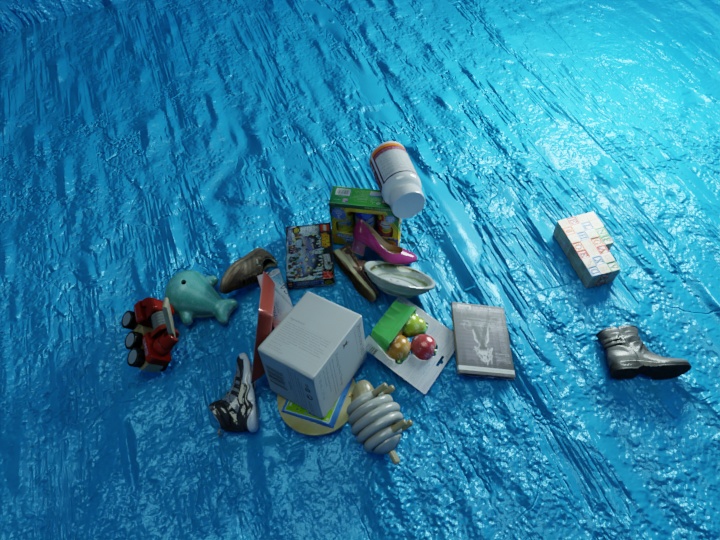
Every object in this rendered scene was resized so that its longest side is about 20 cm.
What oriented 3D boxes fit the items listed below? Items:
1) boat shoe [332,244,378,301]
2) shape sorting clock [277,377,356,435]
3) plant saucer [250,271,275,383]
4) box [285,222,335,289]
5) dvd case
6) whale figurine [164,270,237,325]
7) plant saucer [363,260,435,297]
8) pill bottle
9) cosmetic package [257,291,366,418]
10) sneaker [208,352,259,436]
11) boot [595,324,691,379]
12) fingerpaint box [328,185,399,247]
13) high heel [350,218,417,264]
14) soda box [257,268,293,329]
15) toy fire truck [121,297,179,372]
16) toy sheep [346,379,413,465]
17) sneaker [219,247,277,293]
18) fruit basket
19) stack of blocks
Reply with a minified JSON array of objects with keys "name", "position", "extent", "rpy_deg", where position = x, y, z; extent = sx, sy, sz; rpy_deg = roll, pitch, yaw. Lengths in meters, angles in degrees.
[{"name":"boat shoe","position":[0.000,0.000,1.529],"extent":[0.071,0.073,0.200],"rpy_deg":[-30,52,-15]},{"name":"shape sorting clock","position":[-0.103,0.307,1.338],"extent":[0.196,0.040,0.202],"rpy_deg":[-3,45,3]},{"name":"plant saucer","position":[-0.234,0.135,1.339],"extent":[0.036,0.203,0.200],"rpy_deg":[6,25,-10]},{"name":"box","position":[-0.146,-0.044,1.586],"extent":[0.134,0.040,0.203],"rpy_deg":[-6,55,-1]},{"name":"dvd case","position":[0.308,0.176,1.399],"extent":[0.146,0.016,0.203],"rpy_deg":[7,54,-8]},{"name":"whale figurine","position":[-0.433,0.071,1.486],"extent":[0.197,0.104,0.160],"rpy_deg":[21,58,14]},{"name":"plant saucer","position":[0.100,0.030,1.473],"extent":[0.196,0.051,0.200],"rpy_deg":[13,16,-4]},{"name":"pill bottle","position":[0.098,-0.239,1.460],"extent":[0.108,0.110,0.202],"rpy_deg":[-14,52,-6]},{"name":"cosmetic package","position":[-0.108,0.195,1.302],"extent":[0.164,0.169,0.201],"rpy_deg":[21,52,25]},{"name":"sneaker","position":[-0.311,0.299,1.335],"extent":[0.112,0.076,0.203],"rpy_deg":[-10,58,-7]},{"name":"boot","position":[0.693,0.192,1.352],"extent":[0.196,0.070,0.133],"rpy_deg":[2,50,0]},{"name":"fingerpaint box","position":[0.016,-0.147,1.568],"extent":[0.196,0.168,0.074],"rpy_deg":[7,52,8]},{"name":"high heel","position":[0.074,-0.078,1.535],"extent":[0.196,0.098,0.068],"rpy_deg":[9,26,-14]},{"name":"soda box","position":[-0.217,0.097,1.479],"extent":[0.067,0.064,0.202],"rpy_deg":[-19,57,-10]},{"name":"toy fire truck","position":[-0.506,0.130,1.380],"extent":[0.199,0.128,0.178],"rpy_deg":[-39,54,18]},{"name":"toy sheep","position":[0.040,0.342,1.252],"extent":[0.136,0.139,0.202],"rpy_deg":[-22,61,-12]},{"name":"sneaker","position":[-0.305,0.005,1.521],"extent":[0.075,0.071,0.200],"rpy_deg":[26,44,13]},{"name":"fruit basket","position":[0.129,0.184,1.395],"extent":[0.199,0.094,0.186],"rpy_deg":[37,63,8]},{"name":"stack of blocks","position":[0.637,-0.060,1.532],"extent":[0.113,0.059,0.202],"rpy_deg":[-13,55,-6]}]
